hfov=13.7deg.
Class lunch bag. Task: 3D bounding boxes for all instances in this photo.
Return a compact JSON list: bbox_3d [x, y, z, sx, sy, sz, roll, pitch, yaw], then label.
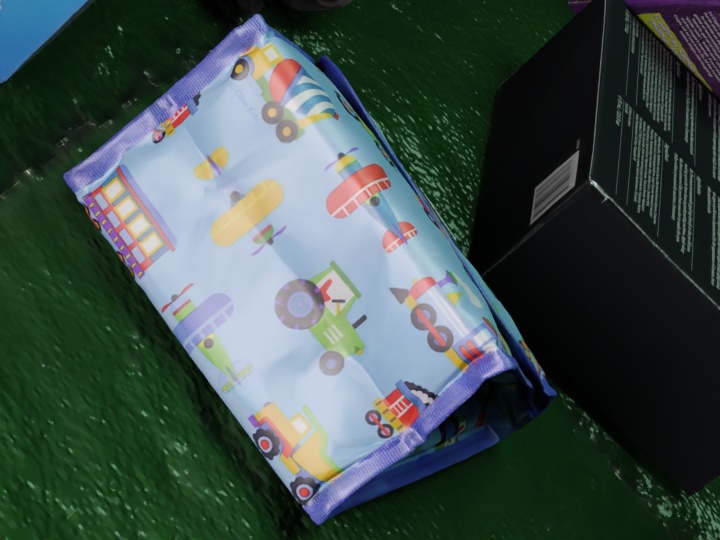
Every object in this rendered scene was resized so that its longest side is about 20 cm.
[{"bbox_3d":[0.000,0.000,1.097,0.151,0.094,0.200,53,12,9],"label":"lunch bag"}]

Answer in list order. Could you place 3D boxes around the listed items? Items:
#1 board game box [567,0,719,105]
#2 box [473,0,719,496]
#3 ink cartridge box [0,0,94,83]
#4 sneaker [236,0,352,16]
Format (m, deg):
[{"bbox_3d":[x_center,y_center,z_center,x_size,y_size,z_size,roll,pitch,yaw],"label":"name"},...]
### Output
[{"bbox_3d":[0.195,-0.066,1.413,0.032,0.120,0.200,-52,123,-24],"label":"board game box"},{"bbox_3d":[0.128,-0.017,1.319,0.141,0.079,0.200,41,26,-14],"label":"box"},{"bbox_3d":[-0.153,-0.185,1.073,0.200,0.084,0.146,46,25,-10],"label":"ink cartridge box"},{"bbox_3d":[-0.014,-0.151,1.285,0.200,0.074,0.085,-16,76,-51],"label":"sneaker"}]
